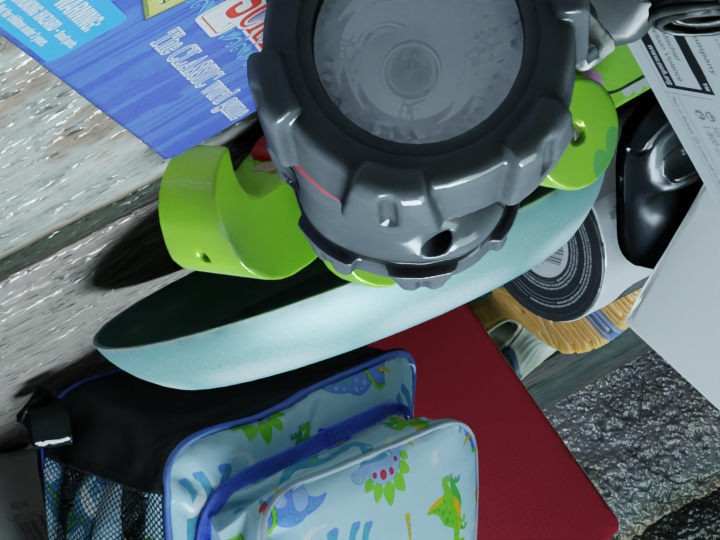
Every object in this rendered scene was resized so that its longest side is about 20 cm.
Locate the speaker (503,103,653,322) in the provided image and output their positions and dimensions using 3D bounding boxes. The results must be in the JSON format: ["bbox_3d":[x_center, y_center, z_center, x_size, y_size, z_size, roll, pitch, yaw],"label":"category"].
[{"bbox_3d":[0.153,-0.046,1.199,0.200,0.081,0.081,-24,170,-38],"label":"speaker"}]

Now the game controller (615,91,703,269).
[{"bbox_3d":[0.190,-0.077,1.119,0.200,0.042,0.104,-33,152,-21],"label":"game controller"}]

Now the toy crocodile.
[{"bbox_3d":[0.020,-0.045,0.831,0.200,0.062,0.067,-27,-155,-28],"label":"toy crocodile"}]

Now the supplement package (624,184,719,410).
[{"bbox_3d":[0.237,0.031,1.067,0.121,0.200,0.120,-15,141,-46],"label":"supplement package"}]

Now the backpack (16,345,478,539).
[{"bbox_3d":[-0.043,0.140,1.099,0.147,0.201,0.183,18,-155,36],"label":"backpack"}]

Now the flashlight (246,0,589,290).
[{"bbox_3d":[0.014,-0.031,0.562,0.068,0.068,0.200,-24,171,-1],"label":"flashlight"}]

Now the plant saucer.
[{"bbox_3d":[0.000,0.000,0.920,0.200,0.028,0.200,-21,-171,3],"label":"plant saucer"}]

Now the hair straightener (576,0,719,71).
[{"bbox_3d":[0.077,-0.064,0.615,0.199,0.041,0.077,0,-144,33],"label":"hair straightener"}]

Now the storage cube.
[{"bbox_3d":[0.002,0.142,1.436,0.180,0.200,0.171,-31,174,-41],"label":"storage cube"}]

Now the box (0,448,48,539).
[{"bbox_3d":[-0.228,0.173,1.154,0.200,0.098,0.124,-31,172,10],"label":"box"}]

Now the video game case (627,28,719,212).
[{"bbox_3d":[0.160,-0.024,0.726,0.022,0.200,0.182,-43,-151,-19],"label":"video game case"}]

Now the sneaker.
[{"bbox_3d":[0.120,0.006,1.480,0.088,0.075,0.200,-38,-176,-31],"label":"sneaker"}]

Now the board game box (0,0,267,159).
[{"bbox_3d":[0.017,-0.101,0.524,0.199,0.041,0.200,-30,172,4],"label":"board game box"}]
